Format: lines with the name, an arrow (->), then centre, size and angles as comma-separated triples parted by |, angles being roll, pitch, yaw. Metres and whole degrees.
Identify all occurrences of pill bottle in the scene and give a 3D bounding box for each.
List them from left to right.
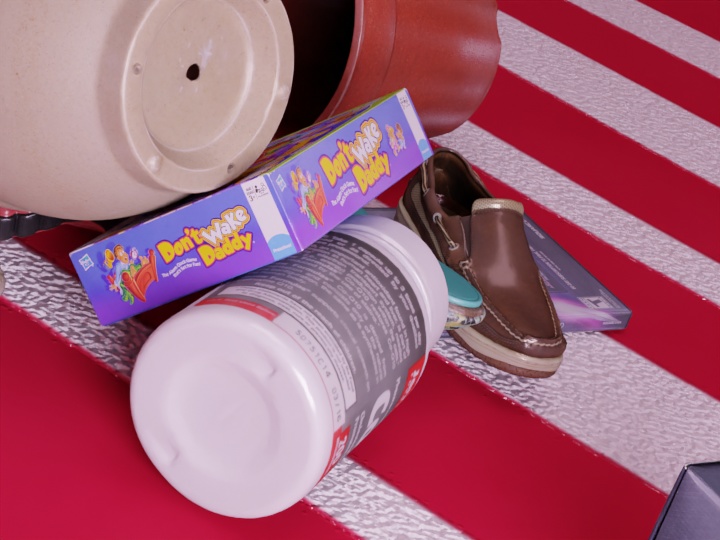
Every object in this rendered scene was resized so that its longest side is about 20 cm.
pill bottle -> -0.030, 0.044, 1.020 | 0.114, 0.114, 0.200 | 27, 27, 15

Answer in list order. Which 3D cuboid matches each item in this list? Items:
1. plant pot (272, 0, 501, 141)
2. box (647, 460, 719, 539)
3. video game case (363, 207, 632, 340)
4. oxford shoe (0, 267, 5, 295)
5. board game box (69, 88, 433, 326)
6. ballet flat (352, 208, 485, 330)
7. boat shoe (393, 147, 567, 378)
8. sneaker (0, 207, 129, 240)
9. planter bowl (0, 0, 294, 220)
plant pot -> -0.010, -0.177, 1.384 | 0.195, 0.201, 0.201 | -1, 32, -49
box -> 0.185, 0.203, 0.812 | 0.051, 0.158, 0.200 | 0, 33, -33
video game case -> 0.070, -0.001, 1.279 | 0.199, 0.019, 0.143 | -1, 33, -36
oxford shoe -> -0.276, -0.033, 1.078 | 0.200, 0.071, 0.075 | 41, 7, 39
board game box -> -0.056, -0.039, 1.061 | 0.134, 0.045, 0.200 | -20, 9, 27
ballet flat -> 0.000, 0.000, 1.173 | 0.074, 0.075, 0.200 | -5, 33, -40
boat shoe -> 0.077, -0.013, 1.202 | 0.074, 0.075, 0.202 | 3, 31, -29
sneaker -> -0.170, -0.061, 1.172 | 0.199, 0.074, 0.087 | 8, 25, -24
planter bowl -> -0.121, -0.114, 0.981 | 0.134, 0.201, 0.200 | 20, 21, 40
